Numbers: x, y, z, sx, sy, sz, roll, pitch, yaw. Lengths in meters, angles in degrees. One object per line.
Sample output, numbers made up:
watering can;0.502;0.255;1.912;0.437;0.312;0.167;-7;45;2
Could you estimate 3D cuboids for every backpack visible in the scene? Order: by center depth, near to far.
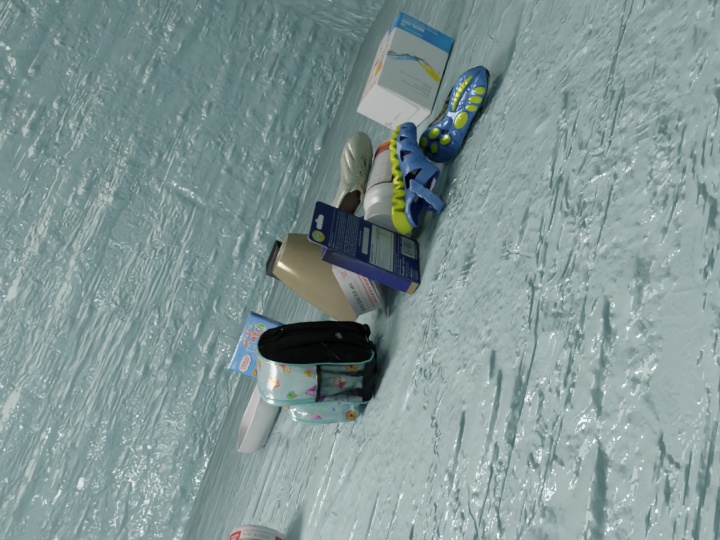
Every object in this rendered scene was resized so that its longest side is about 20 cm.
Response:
backpack;-0.083;0.170;1.029;0.176;0.197;0.155;-110;28;-69

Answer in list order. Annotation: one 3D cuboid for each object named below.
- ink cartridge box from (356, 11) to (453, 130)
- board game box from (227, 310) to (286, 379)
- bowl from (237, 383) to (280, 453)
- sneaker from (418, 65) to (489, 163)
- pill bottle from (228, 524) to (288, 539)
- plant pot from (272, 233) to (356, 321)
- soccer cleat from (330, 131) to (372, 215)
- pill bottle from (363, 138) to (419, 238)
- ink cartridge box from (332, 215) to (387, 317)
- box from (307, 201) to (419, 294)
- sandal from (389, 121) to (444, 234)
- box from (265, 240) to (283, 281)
ink cartridge box;0.102;-0.454;1.398;0.147;0.143;0.202;152;138;-69
board game box;-0.209;0.207;1.484;0.153;0.198;0.037;-66;13;8
bowl;-0.296;0.427;1.767;0.200;0.074;0.202;-132;65;-75
sneaker;0.167;-0.266;1.035;0.083;0.070;0.200;-50;-6;-44
pill bottle;-0.197;0.566;1.042;0.201;0.113;0.114;-82;19;-47
plant pot;-0.085;-0.001;1.314;0.188;0.198;0.188;-60;16;29
soccer cleat;-0.011;-0.172;1.150;0.077;0.069;0.202;4;76;64
pill bottle;0.065;-0.150;1.136;0.110;0.108;0.202;128;159;-50
ink cartridge box;0.000;0.000;1.125;0.067;0.116;0.201;-20;30;13
box;0.004;-0.041;1.006;0.122;0.198;0.033;-84;20;-51
sandal;0.098;-0.163;1.026;0.079;0.086;0.203;29;-125;-63
box;-0.135;0.003;1.504;0.141;0.198;0.080;-140;74;-77
